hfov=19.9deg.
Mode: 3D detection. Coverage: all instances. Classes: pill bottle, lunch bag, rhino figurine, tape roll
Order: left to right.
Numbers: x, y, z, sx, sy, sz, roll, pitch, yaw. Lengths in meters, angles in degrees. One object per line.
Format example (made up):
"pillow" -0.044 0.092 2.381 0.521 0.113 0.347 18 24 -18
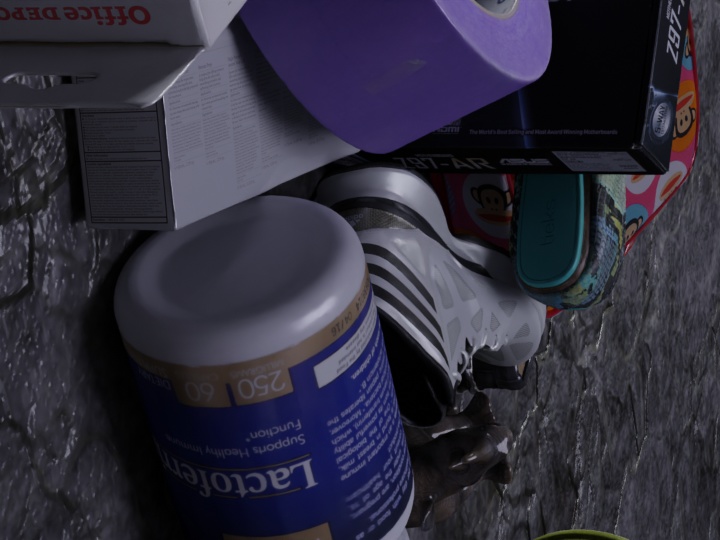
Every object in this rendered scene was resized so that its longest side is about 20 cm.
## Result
"pill bottle" -0.037 0.077 0.953 0.116 0.115 0.201 -59 143 -47
"tape roll" 0.007 -0.163 0.968 0.200 0.084 0.201 47 29 -36
"rhino figurine" 0.034 0.105 1.081 0.060 0.087 0.200 67 -12 1
"lunch bag" 0.128 -0.069 1.217 0.200 0.081 0.177 -41 130 -36

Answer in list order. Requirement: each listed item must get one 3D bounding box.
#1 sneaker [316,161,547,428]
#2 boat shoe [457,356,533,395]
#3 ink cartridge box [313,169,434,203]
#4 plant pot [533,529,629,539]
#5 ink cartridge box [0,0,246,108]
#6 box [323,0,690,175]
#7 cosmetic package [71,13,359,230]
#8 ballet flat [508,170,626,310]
"sneaker" 0.036 0.037 1.054 0.200 0.075 0.116 38 46 -51
"boat shoe" 0.103 0.002 1.337 0.201 0.060 0.074 -62 146 -44
"ink cartridge box" 0.000 0.000 1.126 0.201 0.039 0.100 -62 147 -47
"plant pot" 0.109 0.289 1.258 0.192 0.199 0.202 -25 117 -50
"ink cartridge box" -0.093 -0.142 0.791 0.201 0.116 0.068 -60 145 -47
"box" 0.072 -0.132 1.070 0.043 0.198 0.162 31 66 -58
"cosmetic package" -0.063 -0.079 0.952 0.200 0.050 0.083 -28 118 -63
"ballet flat" 0.117 -0.074 1.094 0.074 0.074 0.202 35 61 -63
